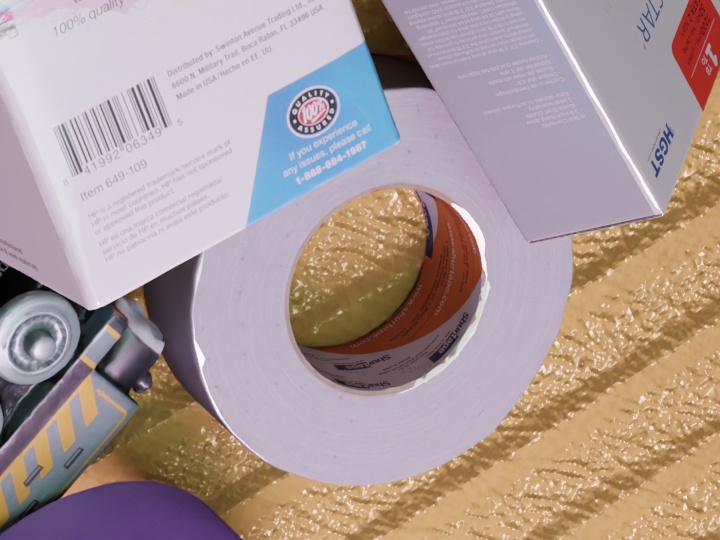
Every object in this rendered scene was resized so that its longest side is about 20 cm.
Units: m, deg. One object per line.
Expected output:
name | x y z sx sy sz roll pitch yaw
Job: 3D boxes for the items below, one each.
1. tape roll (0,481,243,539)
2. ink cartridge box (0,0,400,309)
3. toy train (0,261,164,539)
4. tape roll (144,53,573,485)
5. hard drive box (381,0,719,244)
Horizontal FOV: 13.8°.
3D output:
tape roll | -0.117 0.205 1.396 0.200 0.085 0.200 -24 134 -28
ink cartridge box | -0.106 -0.118 1.150 0.147 0.146 0.200 -29 115 -20
toy train | -0.177 0.076 1.366 0.200 0.085 0.114 -50 133 -4
tape roll | 0.000 0.000 1.426 0.200 0.066 0.201 -9 112 -22
hard drive box | 0.084 -0.140 1.363 0.200 0.077 0.156 57 38 -30
